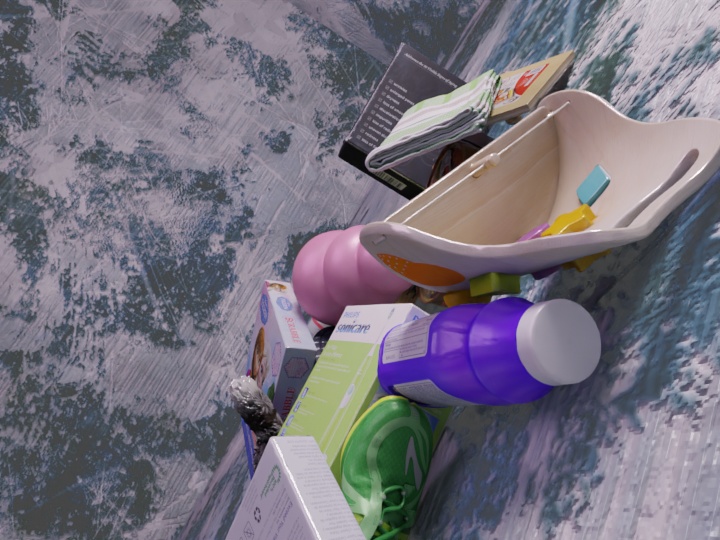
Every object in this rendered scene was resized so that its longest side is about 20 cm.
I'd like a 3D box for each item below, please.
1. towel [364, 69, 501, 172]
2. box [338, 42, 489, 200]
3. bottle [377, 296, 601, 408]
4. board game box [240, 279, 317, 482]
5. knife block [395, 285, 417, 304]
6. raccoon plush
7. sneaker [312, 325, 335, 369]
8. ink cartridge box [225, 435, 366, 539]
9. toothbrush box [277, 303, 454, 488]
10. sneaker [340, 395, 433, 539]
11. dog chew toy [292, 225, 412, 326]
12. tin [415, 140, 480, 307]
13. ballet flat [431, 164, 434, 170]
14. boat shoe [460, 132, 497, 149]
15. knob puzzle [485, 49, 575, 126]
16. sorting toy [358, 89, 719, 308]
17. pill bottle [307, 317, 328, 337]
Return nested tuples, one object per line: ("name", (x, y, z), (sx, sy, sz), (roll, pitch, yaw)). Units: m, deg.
("towel", (0.091, -0.188, 0.790), (0.149, 0.031, 0.200), (-18, 23, 26))
("box", (0.097, -0.239, 1.117), (0.197, 0.199, 0.124), (-60, 6, -6))
("bottle", (0.079, 0.058, 0.444), (0.200, 0.083, 0.066), (146, 133, -67))
("board game box", (-0.117, 0.143, 0.862), (0.200, 0.041, 0.200), (-126, 48, -63))
("knife block", (0.060, -0.002, 0.950), (0.176, 0.064, 0.200), (-60, 6, -11))
("raccoon plush", (-0.113, 0.228, 0.726), (0.134, 0.200, 0.097), (-37, -7, 10))
("sneaker", (-0.024, 0.142, 0.782), (0.200, 0.074, 0.083), (-95, 7, -57))
("ink cartridge box", (-0.041, 0.246, 0.411), (0.200, 0.040, 0.200), (55, 129, 46))
("toothbrush box", (0.001, 0.136, 0.595), (0.201, 0.086, 0.145), (-63, 19, -15))
("sneaker", (0.011, 0.192, 0.466), (0.084, 0.074, 0.201), (179, 110, -73))
("dog chew toy", (0.000, 0.000, 0.797), (0.200, 0.124, 0.125), (-21, 36, 55))
("tin", (0.104, -0.054, 0.749), (0.112, 0.042, 0.201), (140, 142, -60))
("ballet flat", (0.125, -0.131, 0.955), (0.200, 0.068, 0.068), (-85, -5, -73))
("boat shoe", (0.153, -0.138, 0.854), (0.068, 0.072, 0.200), (-57, 14, 10))
("knob puzzle", (0.156, -0.203, 0.826), (0.219, 0.031, 0.220), (-25, 21, 11))
("sorting toy", (0.131, -0.043, 0.422), (0.200, 0.107, 0.180), (-37, 12, -20))
("pill bottle", (-0.067, 0.166, 0.977), (0.201, 0.108, 0.109), (-58, 7, 5))
